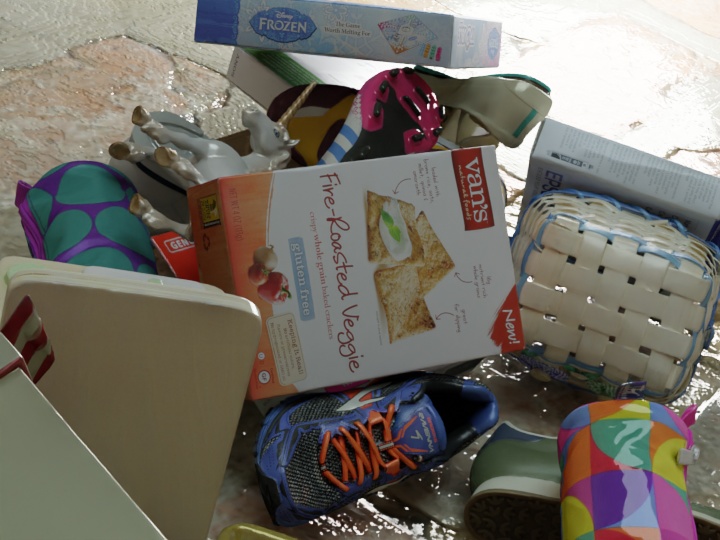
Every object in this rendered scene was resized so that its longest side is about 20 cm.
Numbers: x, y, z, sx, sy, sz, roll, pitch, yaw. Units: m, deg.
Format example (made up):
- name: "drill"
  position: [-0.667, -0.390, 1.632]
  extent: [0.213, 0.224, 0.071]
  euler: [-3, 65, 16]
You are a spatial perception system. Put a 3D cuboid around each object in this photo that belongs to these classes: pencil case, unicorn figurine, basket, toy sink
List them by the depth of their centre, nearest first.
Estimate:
- name: "toy sink"
  position: [-0.139, 0.066, 0.920]
  extent: [0.129, 0.201, 0.112]
  euler: [7, 30, -15]
- name: "pencil case"
  position: [0.154, 0.165, 0.958]
  extent: [0.088, 0.089, 0.201]
  euler: [11, 55, -10]
- name: "pencil case"
  position: [-0.179, 0.008, 1.117]
  extent: [0.092, 0.086, 0.200]
  euler: [8, 30, -17]
- name: "unicorn figurine"
  position: [-0.096, -0.063, 1.158]
  extent: [0.137, 0.074, 0.201]
  euler: [23, 41, -31]
- name: "basket"
  position: [0.174, 0.018, 1.240]
  extent: [0.175, 0.140, 0.200]
  euler: [20, 11, 8]

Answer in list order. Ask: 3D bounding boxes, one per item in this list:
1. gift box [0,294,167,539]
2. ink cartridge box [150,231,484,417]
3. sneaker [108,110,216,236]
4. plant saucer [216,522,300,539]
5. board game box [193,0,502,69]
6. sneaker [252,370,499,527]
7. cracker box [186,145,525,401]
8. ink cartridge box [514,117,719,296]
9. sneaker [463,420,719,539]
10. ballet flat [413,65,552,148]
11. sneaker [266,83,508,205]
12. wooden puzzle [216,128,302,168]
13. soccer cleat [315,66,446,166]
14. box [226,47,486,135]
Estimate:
- name: "gift box"
  position: [-0.172, 0.137, 0.736]
  extent: [0.184, 0.201, 0.187]
  euler: [-31, 51, -25]
- name: "ink cartridge box"
  position: [-0.020, 0.015, 1.171]
  extent: [0.199, 0.044, 0.174]
  euler: [-19, 69, -46]
- name: "sneaker"
  position: [-0.096, -0.029, 1.242]
  extent: [0.200, 0.081, 0.076]
  euler: [40, 38, 0]
- name: "plant saucer"
  position: [-0.002, 0.230, 0.867]
  extent: [0.198, 0.049, 0.200]
  euler: [18, 30, 1]
- name: "board game box"
  position: [-0.003, -0.187, 1.337]
  extent: [0.197, 0.044, 0.200]
  euler: [8, 9, 14]
- name: "sneaker"
  position: [0.011, 0.099, 1.042]
  extent: [0.078, 0.076, 0.199]
  euler: [-12, 8, 41]
- name: "cracker box"
  position: [0.000, 0.000, 1.069]
  extent: [0.199, 0.135, 0.058]
  euler: [-9, 0, -29]
- name: "ink cartridge box"
  position: [0.219, -0.032, 1.312]
  extent: [0.198, 0.200, 0.041]
  euler: [19, 72, 8]
- name: "sneaker"
  position: [0.165, 0.142, 1.081]
  extent: [0.198, 0.068, 0.090]
  euler: [13, 36, -1]
- name: "ballet flat"
  position: [0.081, -0.125, 1.352]
  extent: [0.069, 0.070, 0.200]
  euler: [3, 6, -23]
- name: "sneaker"
  position: [0.017, -0.082, 1.283]
  extent: [0.199, 0.075, 0.090]
  euler: [22, 16, 4]
- name: "wooden puzzle"
  position: [-0.013, -0.064, 1.375]
  extent: [0.185, 0.047, 0.199]
  euler: [33, 28, 25]
- name: "soccer cleat"
  position: [-0.003, -0.076, 1.198]
  extent: [0.070, 0.086, 0.200]
  euler: [48, 34, -13]
- name: "box"
  position: [0.004, -0.142, 1.450]
  extent: [0.199, 0.037, 0.144]
  euler: [0, 30, -45]
